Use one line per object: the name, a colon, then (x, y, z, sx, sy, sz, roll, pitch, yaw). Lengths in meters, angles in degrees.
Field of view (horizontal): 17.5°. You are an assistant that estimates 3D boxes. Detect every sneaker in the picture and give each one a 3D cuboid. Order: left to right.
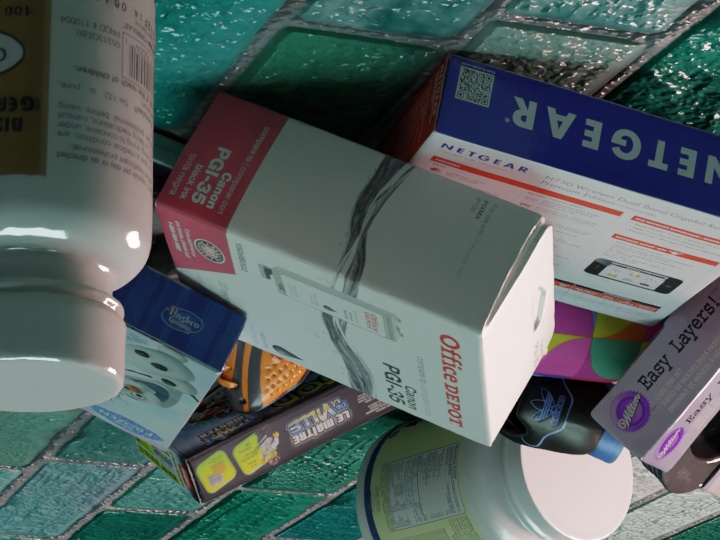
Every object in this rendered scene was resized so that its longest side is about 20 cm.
sneaker: (-0.107, 0.039, 1.494, 0.199, 0.112, 0.078, -4, -156, 11)
sneaker: (0.116, 0.082, 1.563, 0.078, 0.070, 0.200, 20, 177, -13)

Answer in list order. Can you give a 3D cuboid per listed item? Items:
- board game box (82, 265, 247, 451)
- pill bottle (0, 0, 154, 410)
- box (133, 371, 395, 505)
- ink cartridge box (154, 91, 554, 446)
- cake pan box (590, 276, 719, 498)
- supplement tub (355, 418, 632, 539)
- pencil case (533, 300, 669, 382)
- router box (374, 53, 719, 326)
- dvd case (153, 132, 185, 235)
board game box: (-0.180, 0.025, 1.392, 0.200, 0.043, 0.199, 28, 158, -4)
pill bottle: (-0.155, -0.042, 1.101, 0.114, 0.201, 0.114, -1, 161, 0)
box: (-0.044, 0.081, 1.553, 0.200, 0.035, 0.110, -26, -156, -19)
ink cartridge box: (0.000, 0.000, 1.297, 0.199, 0.083, 0.147, 22, 156, 17)
cake pan box: (0.243, 0.049, 1.464, 0.200, 0.052, 0.184, -50, 151, 5)
supplement tub: (0.107, 0.175, 1.889, 0.145, 0.146, 0.200, 13, 157, -37)
pencil case: (0.096, 0.021, 1.458, 0.199, 0.089, 0.088, 3, 162, -22)
router box: (0.112, -0.040, 1.323, 0.199, 0.049, 0.180, 16, 158, -11)
dvd case: (-0.178, -0.044, 1.405, 0.200, 0.022, 0.146, -13, 158, 36)
